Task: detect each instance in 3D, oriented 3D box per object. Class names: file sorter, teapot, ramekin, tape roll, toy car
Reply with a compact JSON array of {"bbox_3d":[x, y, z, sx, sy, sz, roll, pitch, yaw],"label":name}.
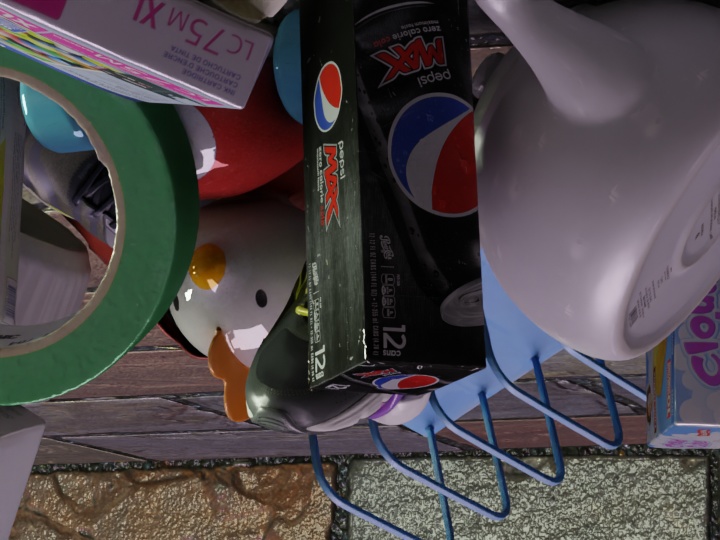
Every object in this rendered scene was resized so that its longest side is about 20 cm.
[{"bbox_3d":[0.078,0.067,1.606,0.200,0.123,0.139,-36,135,27],"label":"file sorter"},{"bbox_3d":[0.119,-0.061,1.312,0.146,0.200,0.197,33,-149,21],"label":"teapot"},{"bbox_3d":[-0.254,-0.008,1.572,0.202,0.094,0.202,29,-175,-3],"label":"ramekin"},{"bbox_3d":[-0.183,-0.034,1.306,0.200,0.201,0.048,-2,-167,13],"label":"tape roll"},{"bbox_3d":[-0.065,-0.022,1.373,0.184,0.200,0.177,-5,169,25],"label":"toy car"}]

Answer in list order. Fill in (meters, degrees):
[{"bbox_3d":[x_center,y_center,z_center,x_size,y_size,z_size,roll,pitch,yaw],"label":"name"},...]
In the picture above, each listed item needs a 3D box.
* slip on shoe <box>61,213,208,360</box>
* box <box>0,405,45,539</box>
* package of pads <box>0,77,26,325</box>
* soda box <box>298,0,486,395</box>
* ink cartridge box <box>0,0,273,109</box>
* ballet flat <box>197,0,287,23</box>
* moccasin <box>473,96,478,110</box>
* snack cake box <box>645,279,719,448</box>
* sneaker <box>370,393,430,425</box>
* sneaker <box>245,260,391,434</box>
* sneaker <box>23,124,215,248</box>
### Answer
[{"bbox_3d":[-0.131,-0.021,1.576,0.074,0.061,0.200,-30,125,7],"label":"slip on shoe"},{"bbox_3d":[-0.336,0.130,1.529,0.199,0.172,0.200,32,-154,23],"label":"box"},{"bbox_3d":[-0.279,-0.038,1.427,0.200,0.155,0.068,-3,169,23],"label":"package of pads"},{"bbox_3d":[0.014,-0.045,1.233,0.063,0.200,0.071,4,165,-24],"label":"soda box"},{"bbox_3d":[-0.125,-0.109,1.131,0.119,0.042,0.200,23,179,-20],"label":"ink cartridge box"},{"bbox_3d":[-0.067,-0.138,1.062,0.072,0.068,0.200,44,-171,30],"label":"ballet flat"},{"bbox_3d":[0.088,-0.064,1.505,0.078,0.074,0.201,-2,172,-42],"label":"moccasin"},{"bbox_3d":[0.200,-0.004,1.475,0.067,0.200,0.115,1,170,-3],"label":"snack cake box"},{"bbox_3d":[0.000,0.000,1.493,0.088,0.200,0.080,-10,-155,-40],"label":"sneaker"},{"bbox_3d":[-0.005,-0.002,1.295,0.074,0.200,0.085,9,133,25],"label":"sneaker"},{"bbox_3d":[-0.117,-0.033,1.503,0.200,0.074,0.081,32,-175,-21],"label":"sneaker"}]
